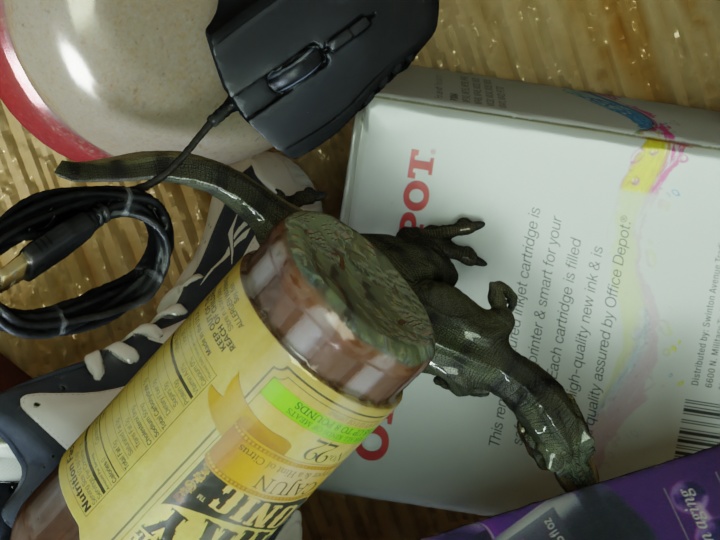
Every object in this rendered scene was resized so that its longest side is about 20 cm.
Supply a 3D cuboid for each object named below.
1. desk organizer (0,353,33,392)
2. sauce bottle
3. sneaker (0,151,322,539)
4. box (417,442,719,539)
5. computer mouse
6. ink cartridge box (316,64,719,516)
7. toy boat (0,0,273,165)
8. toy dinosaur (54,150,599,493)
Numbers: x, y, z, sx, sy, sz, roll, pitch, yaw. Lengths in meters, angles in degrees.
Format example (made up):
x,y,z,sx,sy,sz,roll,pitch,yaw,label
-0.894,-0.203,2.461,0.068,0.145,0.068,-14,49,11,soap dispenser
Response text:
x,y,z,sx,sy,sz,roll,pitch,yaw,label
-0.174,0.131,0.918,0.077,0.072,0.200,39,102,-7,desk organizer
-0.061,0.071,0.738,0.065,0.065,0.200,38,112,-9,sauce bottle
-0.084,0.039,0.838,0.129,0.080,0.200,10,66,-10,sneaker
0.055,0.161,0.751,0.199,0.148,0.104,-17,150,-14,box
-0.040,-0.045,0.728,0.200,0.034,0.059,-46,112,-32,computer mouse
0.088,0.013,0.874,0.199,0.083,0.146,9,105,0,ink cartridge box
-0.066,-0.126,0.823,0.130,0.131,0.201,33,66,-29,toy boat
0.000,0.000,0.784,0.200,0.088,0.048,30,106,-6,toy dinosaur
